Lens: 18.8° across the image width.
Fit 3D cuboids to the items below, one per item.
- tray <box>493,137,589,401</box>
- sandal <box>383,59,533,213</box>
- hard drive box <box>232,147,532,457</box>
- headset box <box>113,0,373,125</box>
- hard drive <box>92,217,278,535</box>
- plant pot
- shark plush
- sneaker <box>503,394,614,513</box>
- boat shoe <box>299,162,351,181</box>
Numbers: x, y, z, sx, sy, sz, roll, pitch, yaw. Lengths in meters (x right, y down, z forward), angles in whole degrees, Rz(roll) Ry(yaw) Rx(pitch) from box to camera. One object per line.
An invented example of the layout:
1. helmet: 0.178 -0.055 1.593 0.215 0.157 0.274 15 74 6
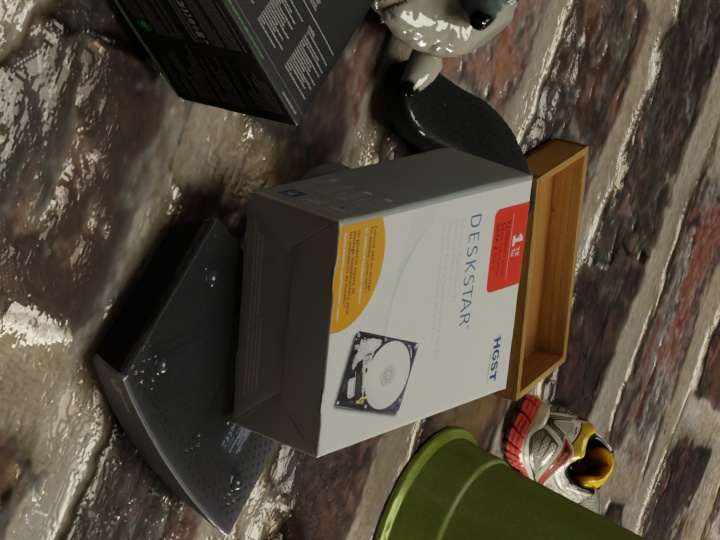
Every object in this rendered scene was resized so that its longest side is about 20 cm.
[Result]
1. tray: 0.146 -0.001 1.824 0.099 0.037 0.201 -32 133 -54
2. sandal: 0.067 -0.096 1.603 0.200 0.048 0.076 36 48 -48
3. hard drive box: 0.015 0.015 1.401 0.200 0.077 0.156 -17 118 -48
4. headset box: -0.054 -0.217 1.225 0.200 0.093 0.174 -60 145 -22
5. hard drive: -0.100 0.067 1.373 0.135 0.042 0.200 -61 151 -24
6. plant pot: 0.134 0.250 1.767 0.200 0.189 0.201 -41 139 -49
7. shark plush: 0.075 -0.205 1.529 0.200 0.083 0.091 -37 176 -42
8. sneaker: 0.189 0.188 1.960 0.078 0.082 0.200 -63 152 -21
9. boat shoe: 0.000 0.000 1.509 0.066 0.072 0.200 -89 160 -53
